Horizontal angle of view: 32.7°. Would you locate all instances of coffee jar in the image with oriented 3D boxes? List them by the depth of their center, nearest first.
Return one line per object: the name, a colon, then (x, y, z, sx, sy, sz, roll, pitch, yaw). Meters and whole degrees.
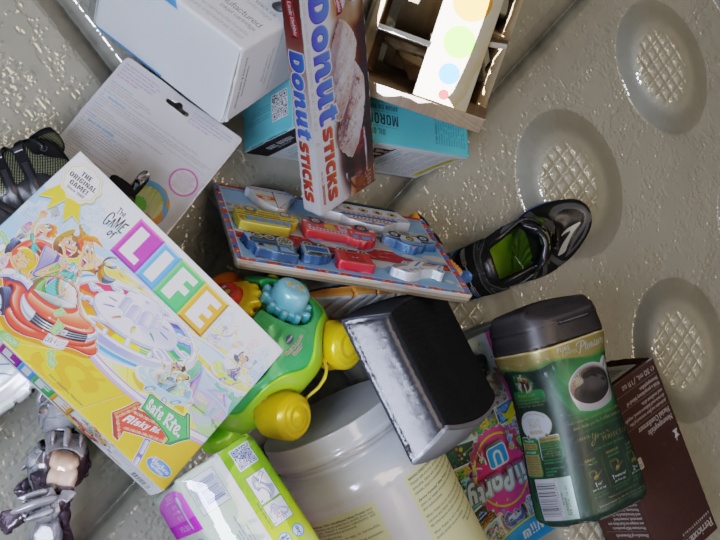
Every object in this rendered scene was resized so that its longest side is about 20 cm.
coffee jar: (0.188, 0.126, 1.129, 0.104, 0.085, 0.201, -13, 89, -36)

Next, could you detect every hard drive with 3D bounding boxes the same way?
hard drive: (0.056, 0.080, 1.005, 0.135, 0.042, 0.200, 64, 17, 7)

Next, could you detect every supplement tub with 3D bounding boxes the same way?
supplement tub: (0.018, 0.206, 1.022, 0.145, 0.145, 0.201, -33, 101, -37)

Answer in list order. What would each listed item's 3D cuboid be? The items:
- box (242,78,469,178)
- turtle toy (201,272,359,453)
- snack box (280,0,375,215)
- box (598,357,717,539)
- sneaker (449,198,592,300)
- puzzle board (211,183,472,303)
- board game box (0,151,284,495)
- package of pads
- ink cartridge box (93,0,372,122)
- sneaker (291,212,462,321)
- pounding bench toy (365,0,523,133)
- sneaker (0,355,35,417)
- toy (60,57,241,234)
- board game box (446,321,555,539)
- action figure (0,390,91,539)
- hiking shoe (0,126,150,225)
box: (-0.002, -0.128, 1.118, 0.199, 0.082, 0.049, 5, 76, -37)
turtle toy: (-0.102, 0.072, 0.950, 0.200, 0.145, 0.101, -51, 127, -33)
snack box: (-0.024, -0.147, 0.998, 0.072, 0.024, 0.201, -35, 135, -36)
box: (0.285, 0.203, 1.275, 0.100, 0.075, 0.201, -28, 99, -38)
sneaker: (0.171, -0.021, 1.227, 0.199, 0.083, 0.071, -24, 96, -38)
puzzle board: (-0.018, -0.028, 1.027, 0.199, 0.151, 0.017, 9, 115, -19)
board game box: (-0.168, 0.036, 0.842, 0.200, 0.034, 0.135, 44, 62, -8)
package of pads: (-0.077, 0.207, 0.880, 0.068, 0.200, 0.155, -32, 85, -19)
ink cartridge box: (-0.097, -0.233, 1.020, 0.145, 0.084, 0.200, 37, 49, 13)
sneaker: (0.000, 0.000, 1.105, 0.200, 0.078, 0.077, -13, 75, -42)
pounding bench toy: (0.080, -0.235, 1.118, 0.124, 0.200, 0.157, 19, 108, 2)
sneaker: (-0.274, 0.070, 0.856, 0.087, 0.074, 0.200, 46, 72, -10)
toy: (-0.199, -0.056, 0.966, 0.115, 0.047, 0.200, 36, 69, 0)
board game box: (0.116, 0.162, 1.160, 0.147, 0.064, 0.201, -22, 94, -37)
action figure: (-0.220, 0.177, 0.864, 0.069, 0.130, 0.201, 2, 93, -2)
hiking shoe: (-0.258, -0.059, 0.899, 0.199, 0.076, 0.101, 17, 63, -14)
